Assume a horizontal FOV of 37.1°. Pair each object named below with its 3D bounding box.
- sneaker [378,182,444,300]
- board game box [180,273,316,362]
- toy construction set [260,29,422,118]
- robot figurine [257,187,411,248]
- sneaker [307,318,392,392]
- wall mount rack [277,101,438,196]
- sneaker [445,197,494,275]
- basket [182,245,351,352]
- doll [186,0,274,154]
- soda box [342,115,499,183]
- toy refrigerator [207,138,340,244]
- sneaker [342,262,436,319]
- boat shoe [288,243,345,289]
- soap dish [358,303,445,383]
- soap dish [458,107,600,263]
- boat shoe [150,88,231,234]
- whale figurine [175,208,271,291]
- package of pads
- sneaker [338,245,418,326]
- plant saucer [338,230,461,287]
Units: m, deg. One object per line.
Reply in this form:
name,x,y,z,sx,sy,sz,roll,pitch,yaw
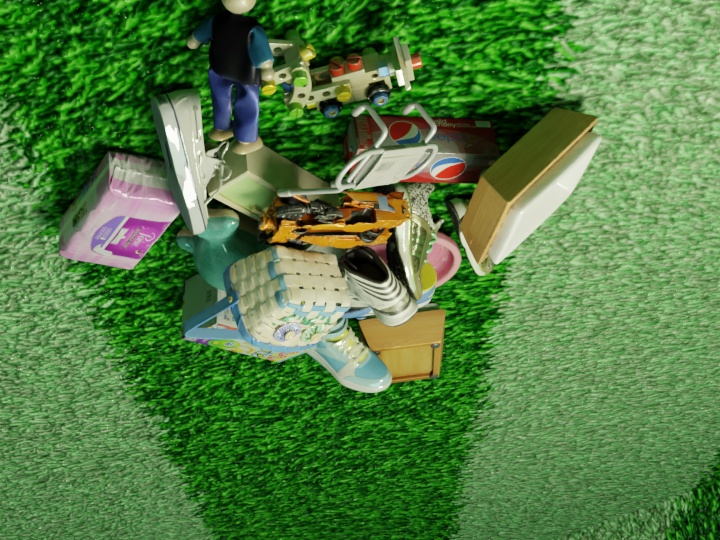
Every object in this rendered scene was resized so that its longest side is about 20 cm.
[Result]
sneaker,0.087,-0.047,1.576,0.089,0.077,0.200,-17,121,-14
board game box,-0.180,0.073,1.754,0.200,0.105,0.103,18,151,-38
toy construction set,-0.023,-0.238,1.273,0.200,0.092,0.131,-1,152,11
robot figurine,-0.042,-0.070,1.450,0.200,0.058,0.145,1,160,-21
sneaker,-0.028,0.123,1.839,0.200,0.080,0.131,31,146,14
wall mount rack,0.000,-0.132,1.318,0.174,0.075,0.200,-47,162,30
sneaker,0.198,-0.057,1.666,0.089,0.077,0.200,-22,151,7
basket,-0.129,0.052,1.505,0.176,0.139,0.200,5,154,-46
doll,-0.146,-0.237,1.221,0.048,0.136,0.200,-32,143,-40
soda box,0.081,-0.163,1.449,0.200,0.063,0.070,1,148,-14
toy refrigerator,-0.118,-0.107,1.495,0.076,0.070,0.200,-26,147,29
sneaker,0.024,0.043,1.692,0.200,0.074,0.082,-9,153,4
boat shoe,-0.102,-0.018,1.658,0.075,0.062,0.200,31,129,-29
soap dish,0.079,0.140,1.972,0.157,0.081,0.200,-7,152,-1
soap dish,0.225,-0.117,1.450,0.200,0.081,0.157,-43,165,-26
boat shoe,-0.205,-0.143,1.373,0.086,0.075,0.202,-21,125,-18
whale figurine,-0.191,-0.030,1.543,0.159,0.104,0.200,2,166,8
package of pads,-0.327,-0.082,1.482,0.120,0.076,0.200,12,146,-31
sneaker,0.000,0.000,1.568,0.076,0.200,0.115,-40,123,-18
plant saucer,0.058,-0.021,1.710,0.200,0.051,0.201,-7,151,-4
